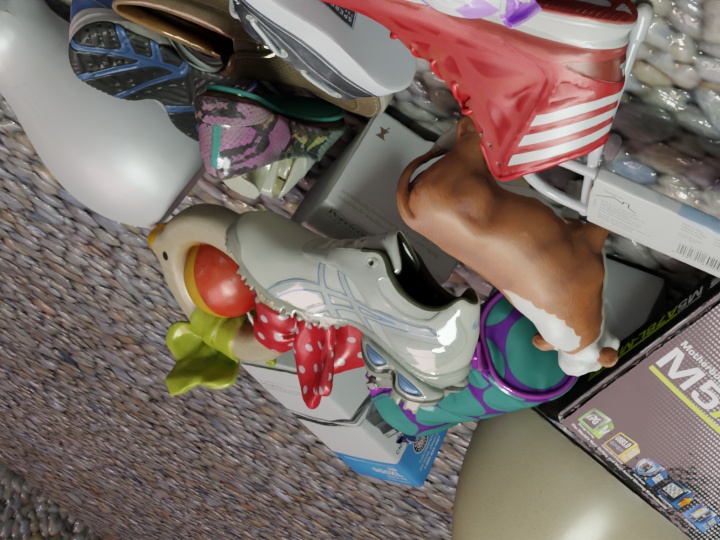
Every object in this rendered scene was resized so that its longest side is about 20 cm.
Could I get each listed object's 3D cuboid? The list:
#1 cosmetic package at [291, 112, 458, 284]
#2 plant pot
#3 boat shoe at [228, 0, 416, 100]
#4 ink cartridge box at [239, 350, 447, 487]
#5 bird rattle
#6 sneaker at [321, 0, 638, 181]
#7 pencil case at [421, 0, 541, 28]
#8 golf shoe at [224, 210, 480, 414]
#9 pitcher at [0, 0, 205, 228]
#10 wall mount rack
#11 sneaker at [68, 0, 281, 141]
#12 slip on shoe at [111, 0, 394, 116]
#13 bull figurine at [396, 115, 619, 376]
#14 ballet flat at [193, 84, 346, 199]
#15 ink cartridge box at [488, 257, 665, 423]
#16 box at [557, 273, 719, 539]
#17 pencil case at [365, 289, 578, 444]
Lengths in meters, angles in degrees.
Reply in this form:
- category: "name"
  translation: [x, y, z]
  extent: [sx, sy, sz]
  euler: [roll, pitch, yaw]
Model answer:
- category: "cosmetic package"
  translation: [0.010, -0.030, 1.203]
  extent: [0.107, 0.085, 0.200]
  euler: [33, 161, -5]
- category: "plant pot"
  translation: [0.145, 0.201, 1.237]
  extent: [0.200, 0.135, 0.200]
  euler: [39, -179, -1]
- category: "boat shoe"
  translation: [-0.050, -0.169, 0.980]
  extent: [0.067, 0.073, 0.199]
  euler: [-11, 145, 41]
- category: "ink cartridge box"
  translation: [0.005, 0.073, 1.390]
  extent: [0.084, 0.146, 0.200]
  euler: [8, 153, 40]
- category: "bird rattle"
  translation: [-0.088, 0.027, 1.191]
  extent: [0.199, 0.112, 0.164]
  euler: [-1, 124, 58]
- category: "sneaker"
  translation: [0.052, -0.112, 0.906]
  extent: [0.198, 0.078, 0.117]
  euler: [19, 118, 27]
- category: "pencil case"
  translation: [0.056, -0.195, 0.758]
  extent: [0.086, 0.083, 0.200]
  euler: [58, 172, 22]
- category: "golf shoe"
  translation: [0.000, 0.000, 1.077]
  extent: [0.199, 0.078, 0.098]
  euler: [34, 126, 17]
- category: "pitcher"
  translation: [-0.209, -0.127, 1.261]
  extent: [0.200, 0.122, 0.172]
  euler: [40, 180, -2]
- category: "wall mount rack"
  translation: [0.194, -0.061, 0.932]
  extent: [0.198, 0.075, 0.174]
  euler: [24, 163, 11]
- category: "sneaker"
  translation: [-0.124, -0.151, 1.147]
  extent: [0.075, 0.078, 0.199]
  euler: [-33, 142, 24]
- category: "slip on shoe"
  translation: [-0.072, -0.151, 1.070]
  extent: [0.199, 0.061, 0.076]
  euler: [33, 160, -12]
- category: "bull figurine"
  translation: [0.114, -0.023, 1.047]
  extent: [0.199, 0.122, 0.065]
  euler: [36, 159, -21]
- category: "ballet flat"
  translation: [-0.064, -0.084, 1.083]
  extent: [0.068, 0.072, 0.200]
  euler: [14, -172, 15]
- category: "ink cartridge box"
  translation: [0.173, 0.058, 1.246]
  extent: [0.115, 0.067, 0.201]
  euler: [22, 159, 21]
- category: "box"
  translation: [0.268, 0.104, 1.097]
  extent: [0.200, 0.048, 0.193]
  euler: [42, 130, -9]
- category: "pencil case"
  translation: [0.077, 0.070, 1.172]
  extent: [0.091, 0.086, 0.200]
  euler: [-5, 169, -26]
